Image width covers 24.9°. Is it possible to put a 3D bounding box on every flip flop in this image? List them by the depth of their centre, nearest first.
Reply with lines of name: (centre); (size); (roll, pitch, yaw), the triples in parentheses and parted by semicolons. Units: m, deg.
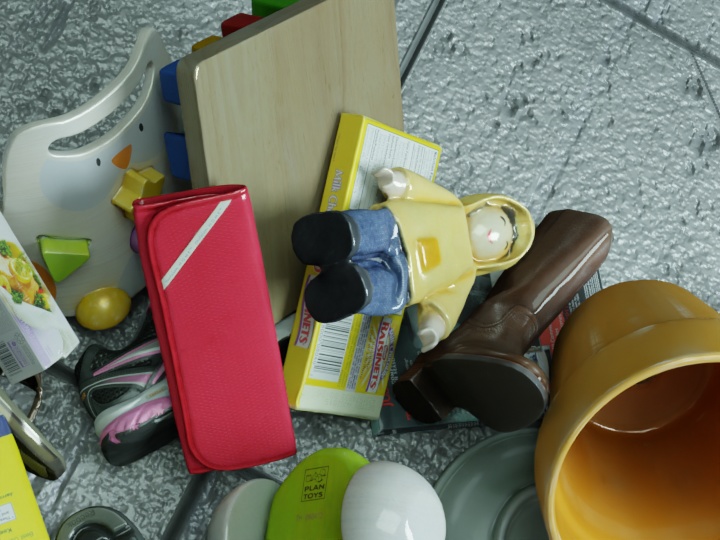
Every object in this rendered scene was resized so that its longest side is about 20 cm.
flip flop: (-0.250, 0.050, 1.092); (0.057, 0.081, 0.201); (-29, 75, -20)

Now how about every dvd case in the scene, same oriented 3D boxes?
dvd case: (0.094, 0.043, 1.220); (0.198, 0.022, 0.148); (-4, 72, -18)

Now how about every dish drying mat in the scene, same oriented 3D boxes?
dish drying mat: (-0.092, 0.042, 1.050); (0.076, 0.018, 0.202); (-10, 117, -4)

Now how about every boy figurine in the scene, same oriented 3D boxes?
boy figurine: (0.043, -0.009, 1.099); (0.199, 0.064, 0.126); (-9, 86, -46)

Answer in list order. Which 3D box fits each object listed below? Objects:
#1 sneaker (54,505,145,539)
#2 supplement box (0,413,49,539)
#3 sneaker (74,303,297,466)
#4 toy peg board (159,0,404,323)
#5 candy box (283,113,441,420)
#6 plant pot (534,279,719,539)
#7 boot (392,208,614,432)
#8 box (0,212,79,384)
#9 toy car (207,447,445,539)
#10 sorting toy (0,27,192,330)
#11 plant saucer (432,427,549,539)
sneaker: (-0.132, 0.246, 1.042); (0.075, 0.079, 0.201); (-22, 71, -10)
supplement box: (-0.242, 0.210, 1.018); (0.109, 0.109, 0.202); (-18, 77, -21)
sneaker: (-0.109, 0.048, 1.134); (0.199, 0.081, 0.087); (-26, 69, -28)
toy peg board: (-0.067, -0.087, 1.117); (0.097, 0.202, 0.199); (16, 35, 36)
candy box: (0.000, 0.000, 1.130); (0.026, 0.102, 0.202); (13, 89, 33)
plant pot: (0.207, 0.101, 1.108); (0.198, 0.202, 0.184); (13, 24, -11)
boot: (0.128, 0.022, 1.129); (0.200, 0.186, 0.064); (-43, 106, -22)
box: (-0.250, -0.024, 1.034); (0.201, 0.041, 0.039); (60, 38, -9)
toy car: (-0.005, 0.222, 1.071); (0.149, 0.174, 0.202); (23, 61, -45)
sorting toy: (-0.172, -0.070, 1.089); (0.107, 0.181, 0.200); (37, 64, 21)
plant saucer: (0.139, 0.206, 1.160); (0.198, 0.050, 0.202); (5, 70, -15)
